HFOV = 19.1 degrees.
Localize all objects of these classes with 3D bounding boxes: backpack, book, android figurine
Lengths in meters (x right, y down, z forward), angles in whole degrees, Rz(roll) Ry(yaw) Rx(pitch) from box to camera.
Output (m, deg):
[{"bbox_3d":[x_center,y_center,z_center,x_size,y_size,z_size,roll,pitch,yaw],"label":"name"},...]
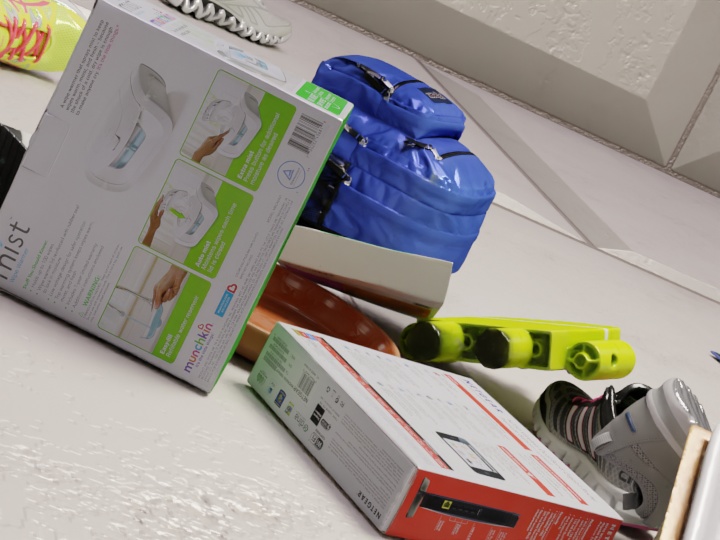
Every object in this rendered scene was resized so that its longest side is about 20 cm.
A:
[{"bbox_3d":[0.022,-0.090,1.943,0.200,0.168,0.162,35,21,19],"label":"backpack"},{"bbox_3d":[0.000,0.000,1.676,0.133,0.048,0.200,14,-2,0],"label":"book"},{"bbox_3d":[0.126,0.059,1.681,0.182,0.041,0.200,4,0,32],"label":"android figurine"}]

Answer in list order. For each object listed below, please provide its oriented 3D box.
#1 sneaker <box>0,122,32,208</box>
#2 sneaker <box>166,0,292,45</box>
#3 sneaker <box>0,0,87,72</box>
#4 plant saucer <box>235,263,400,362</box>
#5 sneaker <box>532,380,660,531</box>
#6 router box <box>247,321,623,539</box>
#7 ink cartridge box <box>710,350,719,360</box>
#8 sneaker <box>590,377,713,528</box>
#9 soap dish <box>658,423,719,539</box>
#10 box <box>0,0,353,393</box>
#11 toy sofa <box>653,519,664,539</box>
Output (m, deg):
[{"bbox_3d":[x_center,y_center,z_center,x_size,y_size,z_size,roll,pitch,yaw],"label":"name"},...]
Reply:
[{"bbox_3d":[-0.219,-0.054,1.504,0.200,0.074,0.089,25,7,3],"label":"sneaker"},{"bbox_3d":[-0.166,-0.359,2.854,0.200,0.081,0.075,19,12,-37],"label":"sneaker"},{"bbox_3d":[-0.331,-0.218,1.965,0.200,0.078,0.090,13,25,-29],"label":"sneaker"},{"bbox_3d":[-0.066,0.033,1.557,0.200,0.032,0.200,25,12,-6],"label":"plant saucer"},{"bbox_3d":[0.193,0.119,1.611,0.074,0.088,0.200,22,13,-20],"label":"sneaker"},{"bbox_3d":[0.047,0.117,1.403,0.179,0.049,0.200,18,15,-36],"label":"router box"},{"bbox_3d":[0.487,0.125,2.320,0.200,0.042,0.119,18,14,-29],"label":"ink cartridge box"},{"bbox_3d":[0.224,0.152,1.505,0.200,0.082,0.075,55,17,-37],"label":"sneaker"},{"bbox_3d":[0.245,0.196,1.287,0.157,0.081,0.200,27,37,2],"label":"soap dish"},{"bbox_3d":[-0.127,-0.053,1.388,0.176,0.200,0.097,26,11,-1],"label":"box"},{"bbox_3d":[0.291,0.219,1.417,0.200,0.083,0.098,25,12,-8],"label":"toy sofa"}]
